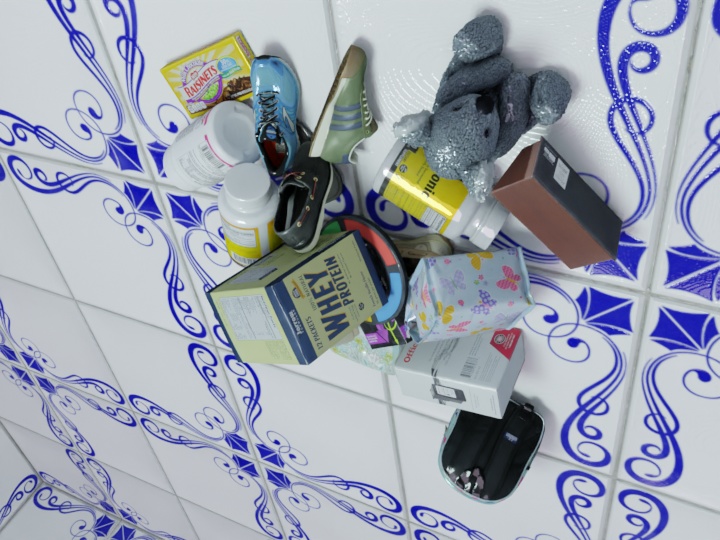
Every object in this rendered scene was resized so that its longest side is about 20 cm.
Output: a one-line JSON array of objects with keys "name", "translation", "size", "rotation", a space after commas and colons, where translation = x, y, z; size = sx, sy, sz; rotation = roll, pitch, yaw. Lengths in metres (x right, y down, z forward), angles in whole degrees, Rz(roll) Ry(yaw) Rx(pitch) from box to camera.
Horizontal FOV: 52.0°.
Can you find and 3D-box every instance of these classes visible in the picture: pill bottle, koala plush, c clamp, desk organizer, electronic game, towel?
[{"name": "pill bottle", "translation": [0.127, -0.119, 1.122], "size": [0.199, 0.112, 0.112], "rotation": [33, 141, 3]}, {"name": "koala plush", "translation": [0.144, -0.188, 0.970], "size": [0.177, 0.201, 0.184], "rotation": [38, 141, -4]}, {"name": "c clamp", "translation": [-0.117, -0.172, 1.308], "size": [0.170, 0.027, 0.201], "rotation": [-11, 121, 41]}, {"name": "desk organizer", "translation": [0.277, -0.088, 1.037], "size": [0.199, 0.072, 0.077], "rotation": [38, 147, -27]}, {"name": "electronic game", "translation": [0.000, 0.000, 1.257], "size": [0.199, 0.041, 0.202], "rotation": [23, 128, 34]}, {"name": "towel", "translation": [0.010, 0.121, 1.493], "size": [0.170, 0.048, 0.201], "rotation": [20, 138, 17]}, {"name": "pill bottle", "translation": [-0.263, -0.213, 1.303], "size": [0.199, 0.114, 0.114], "rotation": [-16, 119, 48]}, {"name": "pill bottle", "translation": [-0.188, -0.093, 1.281], "size": [0.108, 0.110, 0.201], "rotation": [26, 151, 12]}]

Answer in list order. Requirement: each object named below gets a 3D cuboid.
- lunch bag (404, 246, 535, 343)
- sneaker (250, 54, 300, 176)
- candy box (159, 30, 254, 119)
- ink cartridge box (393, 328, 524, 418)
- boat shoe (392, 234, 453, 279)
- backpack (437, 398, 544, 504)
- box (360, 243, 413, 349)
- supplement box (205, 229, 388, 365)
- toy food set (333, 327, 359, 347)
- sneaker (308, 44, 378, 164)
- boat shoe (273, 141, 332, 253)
[{"name": "lunch bag", "translation": [0.165, 0.046, 1.193], "size": [0.167, 0.129, 0.200], "rotation": [-7, 159, -8]}, {"name": "sneaker", "translation": [-0.135, -0.243, 1.182], "size": [0.077, 0.090, 0.202], "rotation": [-3, 123, 7]}, {"name": "candy box", "translation": [-0.249, -0.327, 1.252], "size": [0.198, 0.026, 0.103], "rotation": [-8, 122, 40]}, {"name": "ink cartridge box", "translation": [0.180, 0.167, 1.339], "size": [0.198, 0.146, 0.084], "rotation": [9, 137, 28]}, {"name": "boat shoe", "translation": [0.071, -0.013, 1.303], "size": [0.199, 0.065, 0.071], "rotation": [-18, 118, 45]}, {"name": "backpack", "translation": [0.243, 0.345, 1.431], "size": [0.176, 0.201, 0.151], "rotation": [26, 160, 10]}, {"name": "box", "translation": [0.017, 0.045, 1.347], "size": [0.202, 0.036, 0.143], "rotation": [63, 153, -3]}, {"name": "supplement box", "translation": [-0.104, 0.044, 1.202], "size": [0.199, 0.199, 0.135], "rotation": [-6, 113, 49]}, {"name": "toy food set", "translation": [-0.074, 0.133, 1.338], "size": [0.142, 0.200, 0.061], "rotation": [-17, 88, 1]}, {"name": "sneaker", "translation": [-0.010, -0.246, 1.140], "size": [0.089, 0.068, 0.201], "rotation": [18, 132, -12]}, {"name": "boat shoe", "translation": [-0.093, -0.129, 1.183], "size": [0.073, 0.203, 0.063], "rotation": [-13, 145, 32]}]
